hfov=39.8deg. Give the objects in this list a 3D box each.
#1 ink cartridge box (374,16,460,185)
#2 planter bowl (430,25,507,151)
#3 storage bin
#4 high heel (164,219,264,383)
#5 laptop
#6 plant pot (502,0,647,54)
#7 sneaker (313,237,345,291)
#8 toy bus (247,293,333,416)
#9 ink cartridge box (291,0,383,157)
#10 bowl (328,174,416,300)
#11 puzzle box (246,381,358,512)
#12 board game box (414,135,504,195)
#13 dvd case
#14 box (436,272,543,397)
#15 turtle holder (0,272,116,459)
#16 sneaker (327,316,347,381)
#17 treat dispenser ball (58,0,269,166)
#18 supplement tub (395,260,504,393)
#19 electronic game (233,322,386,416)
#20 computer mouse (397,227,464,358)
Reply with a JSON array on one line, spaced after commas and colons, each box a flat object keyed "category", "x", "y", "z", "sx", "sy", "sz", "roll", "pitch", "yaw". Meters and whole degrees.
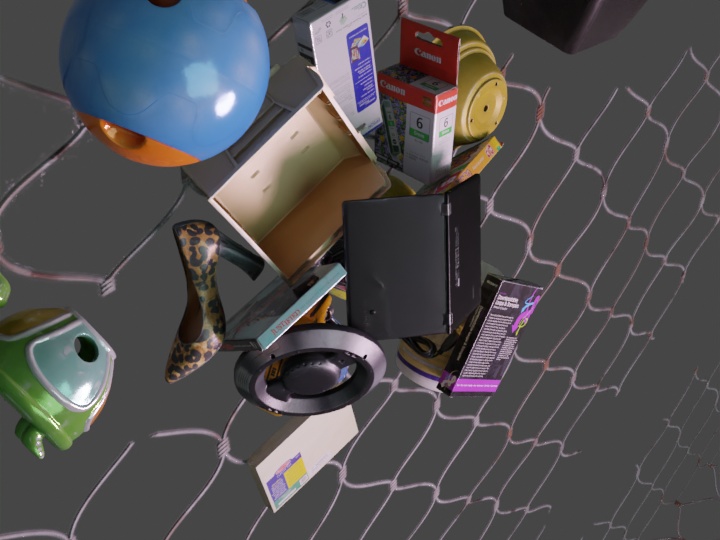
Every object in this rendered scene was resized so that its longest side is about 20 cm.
[{"category": "ink cartridge box", "x": 0.075, "y": -0.229, "z": 1.353, "sx": 0.050, "sy": 0.109, "sz": 0.201, "roll": -29, "pitch": 135, "yaw": -37}, {"category": "planter bowl", "x": 0.157, "y": -0.250, "z": 1.465, "sx": 0.200, "sy": 0.083, "sz": 0.201, "roll": -31, "pitch": 137, "yaw": -35}, {"category": "storage bin", "x": -0.084, "y": -0.120, "z": 1.210, "sx": 0.199, "sy": 0.094, "sz": 0.200, "roll": -45, "pitch": 140, "yaw": -4}, {"category": "high heel", "x": -0.221, "y": 0.036, "z": 1.224, "sx": 0.142, "sy": 0.071, "sz": 0.200, "roll": 33, "pitch": 89, "yaw": -45}, {"category": "laptop", "x": 0.074, "y": -0.019, "z": 1.310, "sx": 0.200, "sy": 0.115, "sz": 0.188, "roll": -34, "pitch": 126, "yaw": -59}, {"category": "plant pot", "x": 0.322, "y": -0.435, "z": 1.456, "sx": 0.199, "sy": 0.200, "sz": 0.178, "roll": -28, "pitch": 145, "yaw": -38}, {"category": "sneaker", "x": 0.000, "y": 0.000, "z": 1.361, "sx": 0.075, "sy": 0.199, "sz": 0.081, "roll": -86, "pitch": -169, "yaw": -64}, {"category": "toy bus", "x": -0.099, "y": 0.109, "z": 1.364, "sx": 0.065, "sy": 0.078, "sz": 0.201, "roll": -53, "pitch": 165, "yaw": -49}, {"category": "ink cartridge box", "x": -0.026, "y": -0.252, "z": 1.272, "sx": 0.099, "sy": 0.039, "sz": 0.201, "roll": -37, "pitch": 138, "yaw": -28}, {"category": "bowl", "x": 0.043, "y": -0.031, "z": 1.459, "sx": 0.200, "sy": 0.107, "sz": 0.201, "roll": -30, "pitch": 135, "yaw": -36}, {"category": "puzzle box", "x": -0.089, "y": 0.279, "z": 1.589, "sx": 0.200, "sy": 0.025, "sz": 0.133, "roll": -40, "pitch": 141, "yaw": -26}, {"category": "board game box", "x": 0.133, "y": -0.134, "z": 1.435, "sx": 0.030, "sy": 0.095, "sz": 0.200, "roll": 57, "pitch": 42, "yaw": -10}, {"category": "dvd case", "x": -0.112, "y": 0.050, "z": 1.268, "sx": 0.146, "sy": 0.200, "sz": 0.022, "roll": -43, "pitch": 103, "yaw": -22}, {"category": "box", "x": 0.205, "y": 0.105, "z": 1.571, "sx": 0.143, "sy": 0.036, "sz": 0.201, "roll": 10, "pitch": 107, "yaw": -54}, {"category": "turtle holder", "x": -0.348, "y": 0.096, "z": 1.054, "sx": 0.132, "sy": 0.185, "sz": 0.141, "roll": -46, "pitch": 175, "yaw": -19}, {"category": "sneaker", "x": -0.057, "y": 0.112, "z": 1.452, "sx": 0.079, "sy": 0.089, "sz": 0.200, "roll": -47, "pitch": 144, "yaw": -16}, {"category": "treat dispenser ball", "x": -0.187, "y": -0.202, "z": 0.962, "sx": 0.201, "sy": 0.200, "sz": 0.202, "roll": -31, "pitch": 136, "yaw": -35}, {"category": "supplement tub", "x": 0.150, "y": 0.085, "z": 1.644, "sx": 0.145, "sy": 0.145, "sz": 0.201, "roll": -7, "pitch": 120, "yaw": -49}, {"category": "electronic game", "x": -0.065, "y": 0.131, "z": 1.294, "sx": 0.199, "sy": 0.042, "sz": 0.200, "roll": -6, "pitch": 142, "yaw": -5}, {"category": "computer mouse", "x": 0.119, "y": 0.041, "z": 1.543, "sx": 0.200, "sy": 0.140, "sz": 0.046, "roll": -50, "pitch": 170, "yaw": 11}]
